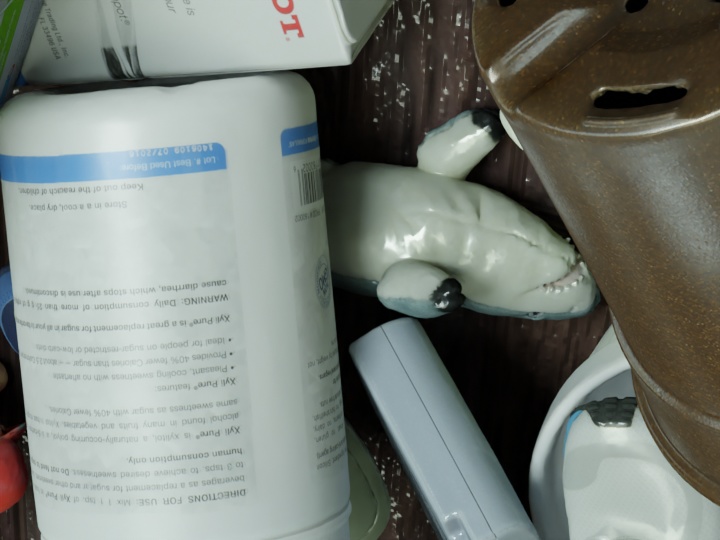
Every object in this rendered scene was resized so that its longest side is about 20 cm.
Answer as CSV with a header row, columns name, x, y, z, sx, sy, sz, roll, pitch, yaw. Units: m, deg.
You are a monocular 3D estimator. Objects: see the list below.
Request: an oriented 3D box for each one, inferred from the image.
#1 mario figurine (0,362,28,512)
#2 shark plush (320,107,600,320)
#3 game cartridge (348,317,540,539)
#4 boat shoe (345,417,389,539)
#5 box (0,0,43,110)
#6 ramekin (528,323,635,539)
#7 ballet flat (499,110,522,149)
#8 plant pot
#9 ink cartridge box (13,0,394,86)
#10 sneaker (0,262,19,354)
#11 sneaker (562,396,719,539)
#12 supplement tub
name,x,y,z,sx,sy,sz,roll,pitch,yaw
mario figurine,-0.221,0.030,1.196,0.106,0.123,0.201,-31,105,-4
shark plush,0.000,0.000,1.059,0.199,0.092,0.083,-10,151,26
game cartridge,0.050,0.109,1.058,0.041,0.134,0.200,-24,145,0
boat shoe,-0.067,0.051,1.104,0.201,0.061,0.072,40,104,-15
box,-0.192,-0.078,0.897,0.096,0.177,0.201,30,135,3
ramekin,0.178,0.078,1.006,0.199,0.105,0.201,13,130,16
ballet flat,0.085,-0.082,0.944,0.066,0.067,0.201,-15,123,-12
plant pot,0.144,-0.047,0.823,0.199,0.201,0.198,-9,140,31
ink cartridge box,-0.093,-0.157,0.962,0.198,0.084,0.147,-1,125,27
sneaker,-0.110,0.080,1.161,0.074,0.082,0.200,-24,111,39
sneaker,0.116,0.143,0.958,0.074,0.087,0.201,1,125,27
supplement tub,-0.074,0.024,0.988,0.131,0.132,0.202,-1,98,26
